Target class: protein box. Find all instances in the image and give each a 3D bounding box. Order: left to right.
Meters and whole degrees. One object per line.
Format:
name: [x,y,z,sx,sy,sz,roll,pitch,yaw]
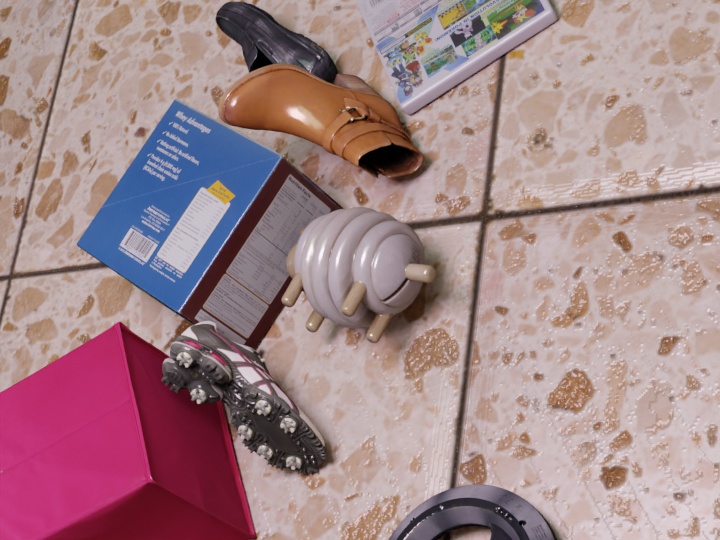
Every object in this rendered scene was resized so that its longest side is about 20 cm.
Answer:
protein box: [-0.167,-0.048,1.819,0.198,0.135,0.201,29,83,40]

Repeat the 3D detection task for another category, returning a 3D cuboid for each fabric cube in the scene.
fabric cube: [-0.258,0.209,1.700,0.199,0.196,0.201,-30,52,16]

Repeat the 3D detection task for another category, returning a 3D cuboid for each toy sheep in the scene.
toy sheep: [0.000,0.000,1.691,0.199,0.138,0.139,10,71,40]

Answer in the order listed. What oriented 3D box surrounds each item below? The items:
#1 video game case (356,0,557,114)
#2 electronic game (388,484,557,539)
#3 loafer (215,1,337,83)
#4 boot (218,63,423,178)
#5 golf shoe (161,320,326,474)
video game case: [0.105,-0.294,1.851,0.199,0.022,0.183,-31,52,14]
electronic game: [0.097,0.296,1.523,0.199,0.042,0.201,-16,57,26]
loafer: [-0.112,-0.260,1.941,0.070,0.068,0.200,-47,53,-10]
boot: [-0.041,-0.151,1.775,0.155,0.199,0.077,54,132,42]
golf shoe: [-0.107,0.125,1.689,0.077,0.200,0.088,-48,3,36]
